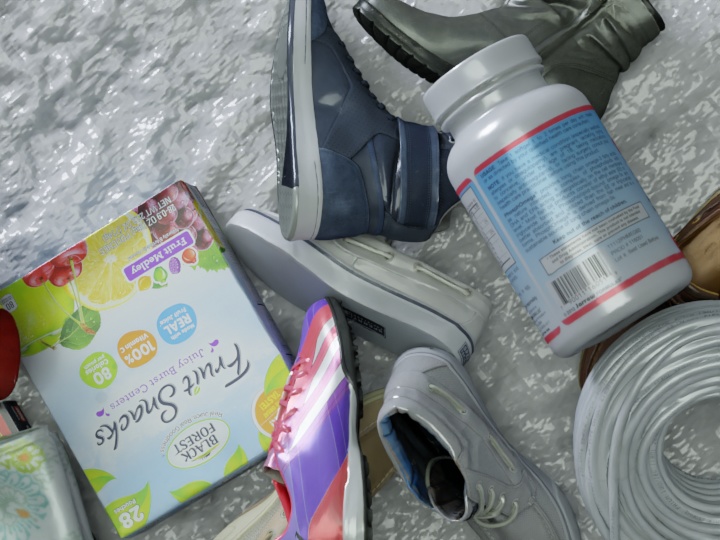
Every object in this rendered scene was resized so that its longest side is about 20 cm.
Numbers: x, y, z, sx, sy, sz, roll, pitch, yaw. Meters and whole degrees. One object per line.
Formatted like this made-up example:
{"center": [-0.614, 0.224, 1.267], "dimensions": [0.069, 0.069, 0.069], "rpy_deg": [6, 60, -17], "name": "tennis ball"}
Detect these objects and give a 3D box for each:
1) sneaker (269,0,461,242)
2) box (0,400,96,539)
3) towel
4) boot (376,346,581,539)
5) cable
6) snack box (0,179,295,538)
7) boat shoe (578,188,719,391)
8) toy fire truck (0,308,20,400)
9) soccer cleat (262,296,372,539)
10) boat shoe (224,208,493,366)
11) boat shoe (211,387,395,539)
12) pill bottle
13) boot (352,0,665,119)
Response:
{"center": [0.012, -0.110, 1.561], "dimensions": [0.145, 0.077, 0.203], "rpy_deg": [1, 65, -12], "name": "sneaker"}
{"center": [-0.263, 0.215, 1.601], "dimensions": [0.136, 0.038, 0.201], "rpy_deg": [-32, 84, 6], "name": "box"}
{"center": [-0.268, 0.223, 1.551], "dimensions": [0.170, 0.048, 0.201], "rpy_deg": [-17, 90, 6], "name": "towel"}
{"center": [0.076, 0.152, 1.501], "dimensions": [0.073, 0.096, 0.200], "rpy_deg": [-31, 104, 27], "name": "boot"}
{"center": [0.243, 0.118, 1.489], "dimensions": [0.199, 0.069, 0.201], "rpy_deg": [-14, 108, 4], "name": "cable"}
{"center": [-0.144, 0.064, 1.576], "dimensions": [0.168, 0.068, 0.201], "rpy_deg": [-32, 85, 5], "name": "snack box"}
{"center": [0.221, 0.014, 1.525], "dimensions": [0.072, 0.068, 0.200], "rpy_deg": [41, 94, 8], "name": "boat shoe"}
{"center": [-0.315, 0.010, 1.545], "dimensions": [0.112, 0.200, 0.169], "rpy_deg": [1, 83, -29], "name": "toy fire truck"}
{"center": [-0.033, 0.107, 1.490], "dimensions": [0.073, 0.068, 0.201], "rpy_deg": [-4, 60, -2], "name": "soccer cleat"}
{"center": [0.000, 0.000, 1.560], "dimensions": [0.199, 0.072, 0.066], "rpy_deg": [26, 62, 18], "name": "boat shoe"}
{"center": [-0.025, 0.166, 1.532], "dimensions": [0.200, 0.072, 0.065], "rpy_deg": [-43, 39, -10], "name": "boat shoe"}
{"center": [0.127, -0.052, 1.468], "dimensions": [0.108, 0.109, 0.201], "rpy_deg": [-31, 82, 6], "name": "pill bottle"}
{"center": [0.105, -0.179, 1.559], "dimensions": [0.199, 0.068, 0.131], "rpy_deg": [30, 87, 1], "name": "boot"}
